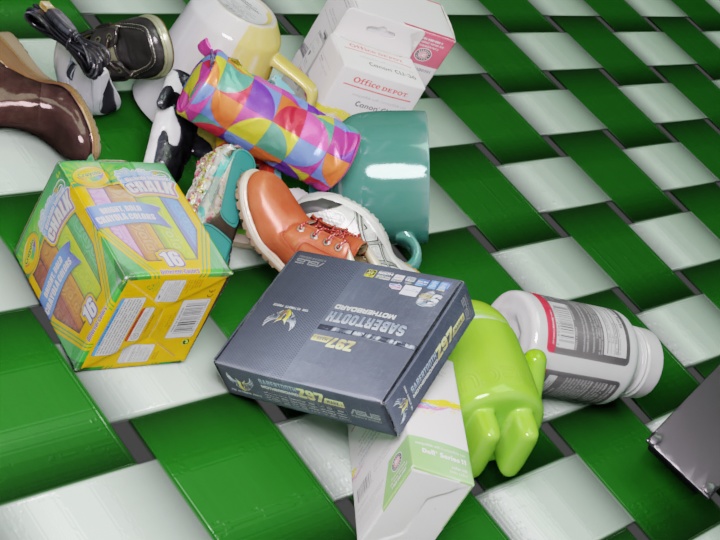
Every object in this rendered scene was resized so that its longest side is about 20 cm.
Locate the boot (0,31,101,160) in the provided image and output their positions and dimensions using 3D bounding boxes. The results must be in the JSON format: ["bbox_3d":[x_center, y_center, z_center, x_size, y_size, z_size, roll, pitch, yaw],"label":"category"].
[{"bbox_3d":[-0.382,-0.160,1.442,0.166,0.073,0.200,-28,67,-41],"label":"boot"}]

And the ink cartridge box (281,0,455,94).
[{"bbox_3d":[0.003,-0.251,1.745,0.146,0.200,0.083,12,41,-29],"label":"ink cartridge box"}]

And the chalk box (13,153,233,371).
[{"bbox_3d":[-0.233,-0.023,1.315,0.123,0.125,0.200,-3,46,-43],"label":"chalk box"}]

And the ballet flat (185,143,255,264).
[{"bbox_3d":[-0.163,-0.043,1.442,0.076,0.064,0.201,50,47,-38],"label":"ballet flat"}]

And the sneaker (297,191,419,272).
[{"bbox_3d":[0.000,0.000,1.507,0.200,0.076,0.088,42,38,-6],"label":"sneaker"}]

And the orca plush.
[{"bbox_3d":[-0.190,-0.136,1.505,0.071,0.106,0.201,12,37,-5],"label":"orca plush"}]

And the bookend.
[{"bbox_3d":[0.416,0.179,1.611,0.200,0.199,0.092,-43,73,-11],"label":"bookend"}]

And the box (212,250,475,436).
[{"bbox_3d":[-0.015,0.063,1.312,0.199,0.051,0.158,11,50,34],"label":"box"}]

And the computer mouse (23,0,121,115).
[{"bbox_3d":[-0.300,-0.209,1.497,0.110,0.200,0.044,39,77,10],"label":"computer mouse"}]

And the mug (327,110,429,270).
[{"bbox_3d":[0.019,-0.097,1.596,0.114,0.153,0.185,0,33,1],"label":"mug"}]

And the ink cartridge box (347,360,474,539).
[{"bbox_3d":[0.042,0.155,1.320,0.067,0.117,0.201,18,36,-19],"label":"ink cartridge box"}]

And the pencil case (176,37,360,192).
[{"bbox_3d":[-0.098,-0.162,1.496,0.199,0.088,0.089,30,31,-21],"label":"pencil case"}]

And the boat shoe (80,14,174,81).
[{"bbox_3d":[-0.270,-0.239,1.555,0.066,0.072,0.200,-20,15,-29],"label":"boat shoe"}]

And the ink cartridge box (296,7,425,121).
[{"bbox_3d":[-0.006,-0.204,1.673,0.116,0.200,0.068,11,38,-29],"label":"ink cartridge box"}]

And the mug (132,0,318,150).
[{"bbox_3d":[-0.151,-0.239,1.634,0.186,0.154,0.150,16,33,-27],"label":"mug"}]

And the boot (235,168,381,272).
[{"bbox_3d":[-0.045,-0.031,1.441,0.201,0.107,0.075,56,38,-3],"label":"boot"}]

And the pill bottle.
[{"bbox_3d":[0.241,0.091,1.580,0.199,0.111,0.111,12,38,-30],"label":"pill bottle"}]

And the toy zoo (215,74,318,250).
[{"bbox_3d":[-0.099,-0.119,1.551,0.131,0.020,0.201,9,73,-33],"label":"toy zoo"}]

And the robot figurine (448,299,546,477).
[{"bbox_3d":[0.116,0.113,1.436,0.174,0.116,0.201,0,45,-21],"label":"robot figurine"}]
